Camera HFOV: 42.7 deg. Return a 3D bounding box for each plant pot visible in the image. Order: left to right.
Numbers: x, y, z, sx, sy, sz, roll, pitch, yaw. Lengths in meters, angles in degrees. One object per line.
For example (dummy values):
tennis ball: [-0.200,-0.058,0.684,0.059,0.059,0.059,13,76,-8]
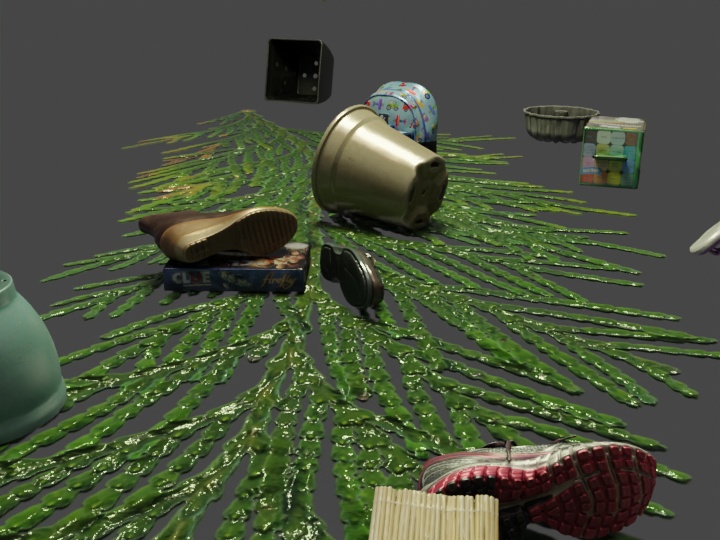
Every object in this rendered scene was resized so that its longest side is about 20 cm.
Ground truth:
plant pot: [-0.402,0.077,0.921,0.197,0.136,0.201,1,19,0]
plant pot: [-0.188,-0.653,3.061,0.197,0.203,0.177,8,8,21]
plant pot: [0.045,-0.164,1.609,0.182,0.203,0.199,27,29,31]

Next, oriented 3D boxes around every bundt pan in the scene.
bundt pan: [0.521,-0.379,2.408,0.198,0.077,0.202,1,19,0]

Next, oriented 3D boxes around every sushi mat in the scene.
sushi mat: [0.047,0.221,0.617,0.094,0.012,0.201,1,32,6]

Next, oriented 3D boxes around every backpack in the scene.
backpack: [0.070,-0.285,1.914,0.181,0.203,0.134,14,22,33]

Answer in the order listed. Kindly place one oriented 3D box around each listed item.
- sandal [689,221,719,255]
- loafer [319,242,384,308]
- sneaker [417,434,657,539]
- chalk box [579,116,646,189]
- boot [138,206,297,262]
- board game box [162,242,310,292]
sandal: [0.580,-0.053,1.462,0.050,0.082,0.202,51,33,9]
loafer: [0.000,0.000,1.271,0.062,0.073,0.200,0,15,-21]
sneaker: [0.144,0.167,0.750,0.197,0.082,0.075,-2,16,-6]
chalk box: [0.527,-0.243,1.929,0.123,0.126,0.200,8,20,18]
boot: [-0.209,-0.069,1.348,0.198,0.073,0.166,-15,26,-29]
board game box: [-0.174,-0.007,1.338,0.196,0.035,0.136,1,19,0]
